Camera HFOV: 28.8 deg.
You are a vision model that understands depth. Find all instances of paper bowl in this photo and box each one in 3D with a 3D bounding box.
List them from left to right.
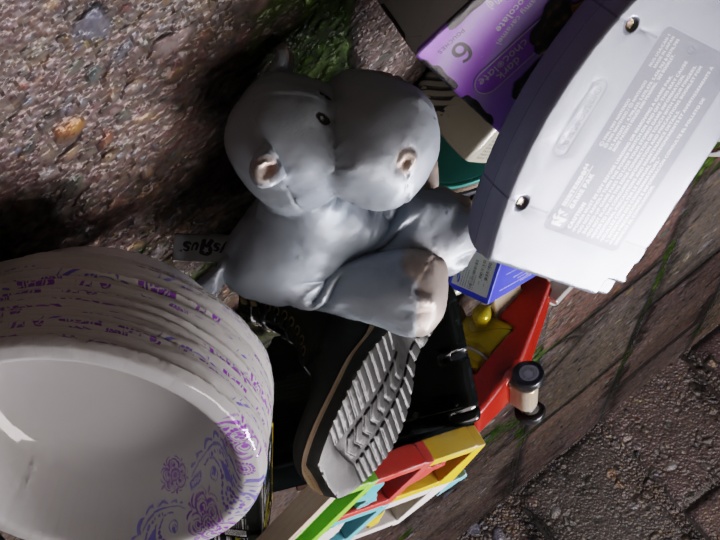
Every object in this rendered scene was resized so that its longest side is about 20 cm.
[{"bbox_3d":[-0.148,0.066,0.788,0.200,0.105,0.201,2,139,2],"label":"paper bowl"}]

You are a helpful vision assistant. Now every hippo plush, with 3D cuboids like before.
[{"bbox_3d":[-0.025,-0.064,0.832,0.199,0.160,0.161,1,137,4],"label":"hippo plush"}]

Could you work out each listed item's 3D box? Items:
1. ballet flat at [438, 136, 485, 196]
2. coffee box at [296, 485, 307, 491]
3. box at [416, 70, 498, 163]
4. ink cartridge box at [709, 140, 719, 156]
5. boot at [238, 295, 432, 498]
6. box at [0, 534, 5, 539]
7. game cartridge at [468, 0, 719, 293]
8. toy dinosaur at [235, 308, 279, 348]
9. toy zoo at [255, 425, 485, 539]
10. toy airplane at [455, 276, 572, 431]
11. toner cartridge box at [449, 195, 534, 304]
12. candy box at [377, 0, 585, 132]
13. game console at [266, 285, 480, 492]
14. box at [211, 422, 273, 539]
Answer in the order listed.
[{"bbox_3d":[0.127,-0.119,1.061,0.200,0.073,0.073,-42,162,-2],"label":"ballet flat"},{"bbox_3d":[-0.014,0.126,1.278,0.114,0.080,0.200,-12,157,-6],"label":"coffee box"},{"bbox_3d":[0.130,-0.166,0.954,0.200,0.068,0.082,-48,160,22],"label":"box"},{"bbox_3d":[0.258,-0.168,1.038,0.200,0.108,0.051,70,30,-49],"label":"ink cartridge box"},{"bbox_3d":[-0.035,0.052,0.907,0.078,0.138,0.200,72,34,-40],"label":"boot"},{"bbox_3d":[-0.345,0.283,0.959,0.200,0.123,0.198,-47,162,15],"label":"box"},{"bbox_3d":[0.150,-0.084,0.824,0.133,0.040,0.200,15,114,-40],"label":"game cartridge"},{"bbox_3d":[-0.073,0.039,1.014,0.199,0.048,0.088,-14,179,10],"label":"toy dinosaur"},{"bbox_3d":[0.013,0.175,1.091,0.200,0.021,0.131,-11,151,-44],"label":"toy zoo"},{"bbox_3d":[0.134,0.048,1.404,0.199,0.141,0.201,-19,118,-71],"label":"toy airplane"},{"bbox_3d":[0.146,-0.041,1.233,0.200,0.043,0.095,-23,135,-60],"label":"toner cartridge box"},{"bbox_3d":[0.138,-0.152,0.849,0.168,0.072,0.200,-42,134,14],"label":"candy box"},{"bbox_3d":[-0.013,0.099,1.138,0.199,0.177,0.116,-14,-167,-4],"label":"game console"},{"bbox_3d":[-0.145,0.152,1.028,0.200,0.159,0.050,97,3,-64],"label":"box"}]
